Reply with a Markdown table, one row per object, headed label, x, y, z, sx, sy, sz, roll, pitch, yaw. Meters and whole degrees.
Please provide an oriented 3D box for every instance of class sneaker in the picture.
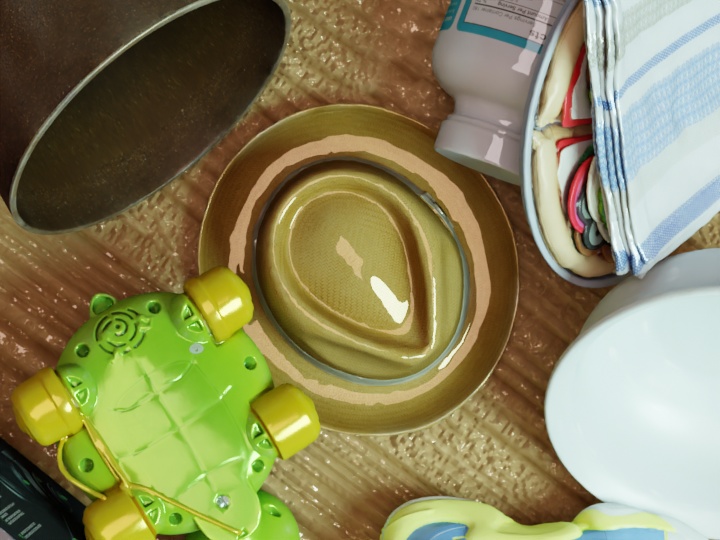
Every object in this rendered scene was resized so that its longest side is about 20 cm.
| label | x | y | z | sx | sy | sz | roll | pitch | yaw |
| --- | --- | --- | --- | --- | --- | --- | --- | --- | --- |
| sneaker | 0.106 | 0.187 | 0.910 | 0.198 | 0.105 | 0.076 | 3 | 121 | 7 |

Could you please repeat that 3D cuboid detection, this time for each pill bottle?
| label | x | y | z | sx | sy | sz | roll | pitch | yaw |
| --- | --- | --- | --- | --- | --- | --- | --- | --- | --- |
| pill bottle | 0.108 | -0.151 | 0.913 | 0.110 | 0.111 | 0.201 | 21 | 90 | -1 |

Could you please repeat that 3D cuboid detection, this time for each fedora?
| label | x | y | z | sx | sy | sz | roll | pitch | yaw |
| --- | --- | --- | --- | --- | --- | --- | --- | --- | --- |
| fedora | 0.000 | 0.000 | 0.924 | 0.199 | 0.082 | 0.202 | 0 | 91 | -1 |

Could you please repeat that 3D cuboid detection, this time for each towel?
| label | x | y | z | sx | sy | sz | roll | pitch | yaw |
| --- | --- | --- | --- | --- | --- | --- | --- | --- | --- |
| towel | 0.169 | -0.113 | 0.846 | 0.147 | 0.024 | 0.201 | -34 | 124 | -35 |

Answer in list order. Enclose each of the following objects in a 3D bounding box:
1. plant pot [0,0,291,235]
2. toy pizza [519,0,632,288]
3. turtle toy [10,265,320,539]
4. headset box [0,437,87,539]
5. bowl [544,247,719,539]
| label | x | y | z | sx | sy | sz | roll | pitch | yaw |
| --- | --- | --- | --- | --- | --- | --- | --- | --- | --- |
| plant pot | -0.171 | -0.157 | 0.890 | 0.187 | 0.187 | 0.200 | -40 | 76 | -1 |
| toy pizza | 0.158 | -0.085 | 0.886 | 0.032 | 0.200 | 0.201 | 21 | 89 | 39 |
| turtle toy | -0.100 | 0.100 | 0.913 | 0.145 | 0.101 | 0.201 | -30 | 92 | -12 |
| headset box | -0.193 | 0.172 | 0.876 | 0.200 | 0.174 | 0.093 | 40 | 89 | -1 |
| bowl | 0.206 | 0.054 | 0.904 | 0.199 | 0.091 | 0.202 | 7 | 134 | 7 |
